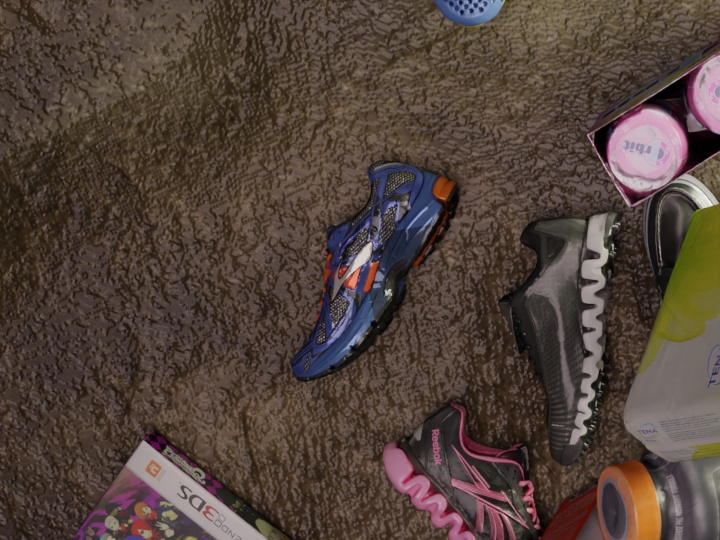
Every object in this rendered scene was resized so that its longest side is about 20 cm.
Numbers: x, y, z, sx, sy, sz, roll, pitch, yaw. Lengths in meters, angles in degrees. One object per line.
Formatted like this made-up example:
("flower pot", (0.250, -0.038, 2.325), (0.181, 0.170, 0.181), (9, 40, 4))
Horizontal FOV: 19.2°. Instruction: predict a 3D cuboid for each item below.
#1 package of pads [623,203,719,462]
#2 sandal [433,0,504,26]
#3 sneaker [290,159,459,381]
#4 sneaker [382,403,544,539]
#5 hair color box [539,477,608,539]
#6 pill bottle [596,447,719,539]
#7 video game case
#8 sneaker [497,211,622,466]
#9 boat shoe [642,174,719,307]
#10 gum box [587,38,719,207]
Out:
("package of pads", (0.279, 0.035, 1.522), (0.068, 0.201, 0.154), (37, 151, -25))
("sandal", (0.076, -0.283, 1.602), (0.079, 0.087, 0.202), (-2, 102, 10))
("sneaker", (0.000, 0.000, 1.686), (0.078, 0.075, 0.201), (34, 97, 12))
("sneaker", (0.113, 0.188, 1.698), (0.200, 0.079, 0.095), (45, 94, -1))
("hair color box", (0.181, 0.239, 1.619), (0.061, 0.200, 0.102), (-35, 92, 27))
("pill bottle", (0.280, 0.167, 1.599), (0.198, 0.106, 0.107), (-8, 101, -16))
("video game case", (-0.161, 0.267, 1.781), (0.181, 0.036, 0.201), (38, 106, 3))
("sneaker", (0.151, 0.050, 1.664), (0.090, 0.066, 0.202), (6, 98, 13))
("boat shoe", (0.263, 0.025, 1.638), (0.068, 0.057, 0.202), (-13, 98, 13))
("gum box", (0.271, -0.133, 1.577), (0.199, 0.114, 0.066), (-32, 93, 15))
